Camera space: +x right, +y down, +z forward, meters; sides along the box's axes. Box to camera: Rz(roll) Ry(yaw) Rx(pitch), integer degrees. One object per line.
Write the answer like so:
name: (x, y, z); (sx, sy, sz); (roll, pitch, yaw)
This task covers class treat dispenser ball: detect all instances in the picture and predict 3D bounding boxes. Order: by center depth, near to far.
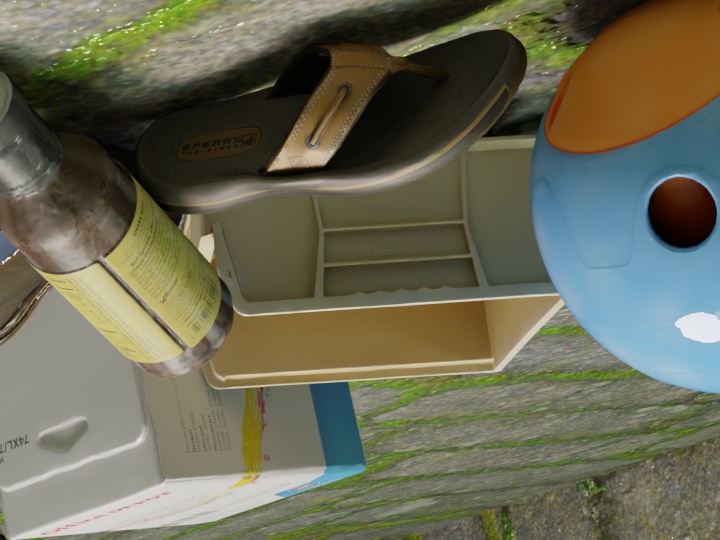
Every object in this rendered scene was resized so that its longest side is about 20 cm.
treat dispenser ball: (0.182, -0.041, 1.030); (0.200, 0.202, 0.201); (-13, 168, -3)

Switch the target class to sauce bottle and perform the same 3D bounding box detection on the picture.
sauce bottle: (-0.126, -0.022, 0.978); (0.064, 0.065, 0.200); (-17, 143, 15)

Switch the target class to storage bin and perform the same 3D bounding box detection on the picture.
storage bin: (0.000, 0.000, 1.219); (0.197, 0.094, 0.200); (-4, 166, -9)

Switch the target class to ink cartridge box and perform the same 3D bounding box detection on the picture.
ink cartridge box: (-0.125, 0.084, 1.372); (0.146, 0.147, 0.200); (-22, 166, 35)

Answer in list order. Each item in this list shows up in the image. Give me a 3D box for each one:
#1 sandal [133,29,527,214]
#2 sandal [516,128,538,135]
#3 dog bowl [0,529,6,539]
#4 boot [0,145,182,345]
sandal: (-0.021, -0.078, 0.988); (0.199, 0.082, 0.055); (-8, 136, 20)
sandal: (0.126, -0.019, 1.279); (0.082, 0.050, 0.203); (22, 162, 34)
dog bowl: (-0.420, 0.230, 1.877); (0.199, 0.074, 0.200); (-13, 169, -3)
boot: (-0.195, -0.015, 1.067); (0.199, 0.075, 0.097); (-29, 153, 20)
